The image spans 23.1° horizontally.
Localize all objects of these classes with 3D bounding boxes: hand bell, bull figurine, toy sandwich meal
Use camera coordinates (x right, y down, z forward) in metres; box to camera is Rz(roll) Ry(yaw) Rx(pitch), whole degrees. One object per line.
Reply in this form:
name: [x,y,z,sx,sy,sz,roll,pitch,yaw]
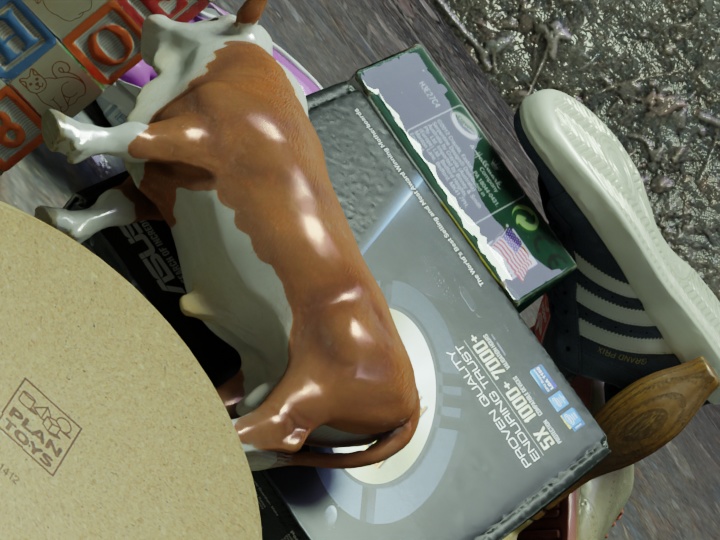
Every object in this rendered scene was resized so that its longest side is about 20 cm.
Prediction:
hand bell: [0.087,0.106,0.842,0.104,0.200,0.104,49,14,-17]
bull figurine: [-0.050,-0.016,0.643,0.121,0.065,0.201,-17,70,-35]
toy sandwich meal: [-0.113,0.057,0.502,0.205,0.070,0.206,35,33,-27]

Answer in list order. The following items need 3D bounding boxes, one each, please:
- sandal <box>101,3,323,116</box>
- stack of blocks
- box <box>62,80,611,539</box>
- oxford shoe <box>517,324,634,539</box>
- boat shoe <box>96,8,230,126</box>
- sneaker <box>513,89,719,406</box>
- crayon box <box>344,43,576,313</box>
sandal: [-0.082,-0.102,0.850,0.202,0.050,0.083,26,63,-35]
stack of blocks: [-0.129,-0.133,0.710,0.115,0.200,0.059,47,14,-27]
box: [-0.020,0.043,0.727,0.163,0.086,0.201,-27,79,-43]
oxford shoe: [0.112,0.131,0.913,0.074,0.070,0.201,17,77,-34]
boat shoe: [-0.126,-0.135,1.046,0.069,0.072,0.200,50,22,-10]
sneaker: [0.107,0.005,0.837,0.200,0.084,0.075,53,24,-31]
crayon box: [0.000,0.000,0.848,0.051,0.200,0.127,-29,81,-41]
